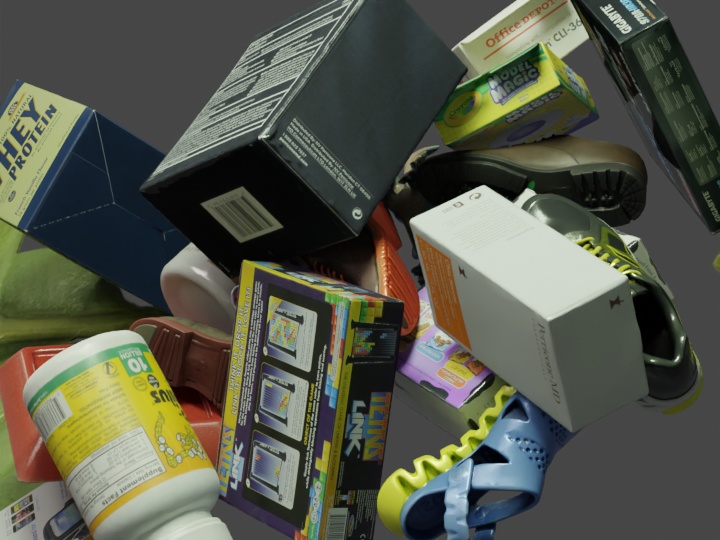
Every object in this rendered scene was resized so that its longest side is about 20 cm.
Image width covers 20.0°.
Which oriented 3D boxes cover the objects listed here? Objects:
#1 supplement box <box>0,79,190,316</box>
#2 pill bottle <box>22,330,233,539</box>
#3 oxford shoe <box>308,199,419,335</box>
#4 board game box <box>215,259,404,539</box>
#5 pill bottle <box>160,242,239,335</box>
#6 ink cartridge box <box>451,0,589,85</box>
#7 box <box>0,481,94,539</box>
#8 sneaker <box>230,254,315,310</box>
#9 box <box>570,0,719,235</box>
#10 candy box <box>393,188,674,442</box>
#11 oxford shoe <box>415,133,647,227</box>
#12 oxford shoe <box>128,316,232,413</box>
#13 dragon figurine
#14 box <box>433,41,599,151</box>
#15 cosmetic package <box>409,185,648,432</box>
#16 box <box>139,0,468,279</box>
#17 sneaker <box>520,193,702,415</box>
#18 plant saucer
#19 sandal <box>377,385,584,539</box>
[{"bbox_3d":[-0.261,-0.072,2.025,0.200,0.200,0.134,23,82,57],"label":"supplement box"},{"bbox_3d":[-0.183,0.159,1.650,0.113,0.113,0.200,-32,73,5],"label":"pill bottle"},{"bbox_3d":[0.000,0.000,1.675,0.072,0.071,0.200,-25,30,7],"label":"oxford shoe"},{"bbox_3d":[-0.044,0.105,1.614,0.165,0.057,0.201,20,104,55],"label":"board game box"},{"bbox_3d":[-0.079,-0.019,1.876,0.114,0.115,0.200,8,44,50],"label":"pill bottle"},{"bbox_3d":[0.149,-0.212,1.898,0.116,0.068,0.200,-36,3,-1],"label":"ink cartridge box"},{"bbox_3d":[-0.243,0.217,1.787,0.200,0.042,0.119,-34,29,5],"label":"box"},{"bbox_3d":[-0.054,-0.020,1.782,0.071,0.112,0.201,141,132,-59],"label":"sneaker"},{"bbox_3d":[0.242,-0.147,1.659,0.046,0.200,0.159,-30,31,3],"label":"box"},{"bbox_3d":[0.123,0.041,1.639,0.200,0.072,0.168,-42,31,-11],"label":"candy box"},{"bbox_3d":[0.148,-0.079,1.759,0.199,0.073,0.084,4,34,10],"label":"oxford shoe"},{"bbox_3d":[-0.104,0.085,1.767,0.200,0.071,0.075,27,19,21],"label":"oxford shoe"},{"bbox_3d":[0.059,-0.049,1.841,0.059,0.100,0.200,-29,11,12],"label":"dragon figurine"},{"bbox_3d":[0.134,-0.143,1.793,0.117,0.200,0.048,-27,75,14],"label":"box"},{"bbox_3d":[0.121,0.024,1.488,0.071,0.102,0.200,-25,31,-18],"label":"cosmetic package"},{"bbox_3d":[-0.046,-0.116,1.694,0.200,0.123,0.199,-17,35,54],"label":"box"},{"bbox_3d":[0.189,0.011,1.514,0.074,0.085,0.200,-35,69,-10],"label":"sneaker"},{"bbox_3d":[-0.213,0.114,1.799,0.199,0.037,0.200,-4,27,-14],"label":"plant saucer"},{"bbox_3d":[0.112,0.146,1.510,0.200,0.080,0.087,-42,41,-1],"label":"sandal"}]
